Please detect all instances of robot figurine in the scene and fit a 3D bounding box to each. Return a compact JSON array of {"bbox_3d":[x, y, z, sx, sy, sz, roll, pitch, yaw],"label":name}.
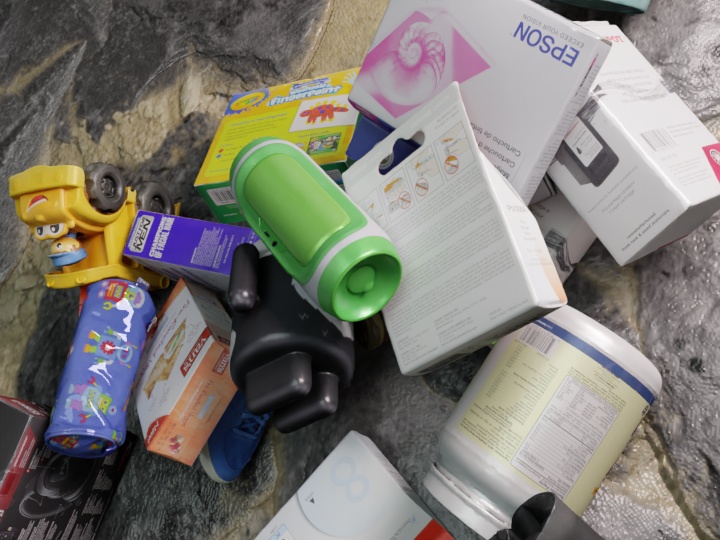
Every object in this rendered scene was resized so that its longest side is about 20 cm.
[{"bbox_3d":[-0.065,0.053,0.761,0.123,0.151,0.202,1,48,-5],"label":"robot figurine"}]

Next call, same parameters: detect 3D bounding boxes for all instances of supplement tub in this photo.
[{"bbox_3d":[0.160,0.141,0.695,0.144,0.145,0.201,33,88,30],"label":"supplement tub"}]

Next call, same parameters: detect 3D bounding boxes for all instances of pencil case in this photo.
[{"bbox_3d":[-0.285,0.107,0.860,0.078,0.086,0.202,133,149,-53],"label":"pencil case"}]

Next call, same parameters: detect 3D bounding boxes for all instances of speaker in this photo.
[{"bbox_3d":[-0.046,-0.042,0.698,0.088,0.088,0.200,-46,51,4],"label":"speaker"}]

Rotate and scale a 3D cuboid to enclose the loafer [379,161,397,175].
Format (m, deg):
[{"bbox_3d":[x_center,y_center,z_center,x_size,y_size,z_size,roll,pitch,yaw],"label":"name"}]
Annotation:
[{"bbox_3d":[0.038,-0.036,0.758,0.069,0.075,0.202,-30,63,9],"label":"loafer"}]

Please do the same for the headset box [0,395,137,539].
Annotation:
[{"bbox_3d":[-0.369,0.234,0.879,0.076,0.200,0.151,16,80,29],"label":"headset box"}]

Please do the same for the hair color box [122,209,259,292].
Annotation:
[{"bbox_3d":[-0.172,-0.015,0.927,0.197,0.109,0.066,9,76,27],"label":"hair color box"}]

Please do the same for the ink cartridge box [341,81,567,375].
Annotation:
[{"bbox_3d":[0.071,-0.031,0.666,0.162,0.050,0.203,-33,64,42],"label":"ink cartridge box"}]

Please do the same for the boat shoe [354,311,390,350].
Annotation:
[{"bbox_3d":[0.000,0.000,0.873,0.067,0.073,0.201,-15,52,-17],"label":"boat shoe"}]

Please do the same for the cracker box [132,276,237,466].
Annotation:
[{"bbox_3d":[-0.197,0.105,0.867,0.135,0.057,0.200,-58,29,4],"label":"cracker box"}]

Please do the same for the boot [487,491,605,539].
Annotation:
[{"bbox_3d":[0.213,0.237,0.619,0.199,0.066,0.166,37,89,-8],"label":"boot"}]

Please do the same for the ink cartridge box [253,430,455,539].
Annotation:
[{"bbox_3d":[0.005,0.290,0.771,0.160,0.047,0.200,-47,58,3],"label":"ink cartridge box"}]

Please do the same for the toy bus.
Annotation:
[{"bbox_3d":[-0.332,-0.023,0.961,0.134,0.199,0.195,-4,78,26],"label":"toy bus"}]

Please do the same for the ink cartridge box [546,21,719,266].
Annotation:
[{"bbox_3d":[0.228,-0.120,0.688,0.201,0.144,0.084,56,135,18],"label":"ink cartridge box"}]

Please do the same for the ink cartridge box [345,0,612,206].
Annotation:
[{"bbox_3d":[0.083,-0.145,0.670,0.196,0.043,0.202,36,112,27],"label":"ink cartridge box"}]

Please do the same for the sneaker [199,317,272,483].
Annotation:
[{"bbox_3d":[-0.109,0.137,0.858,0.110,0.077,0.203,-4,64,38],"label":"sneaker"}]

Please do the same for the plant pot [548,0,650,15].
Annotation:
[{"bbox_3d":[0.258,-0.349,0.813,0.198,0.199,0.136,21,108,29],"label":"plant pot"}]

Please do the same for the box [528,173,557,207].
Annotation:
[{"bbox_3d":[0.107,-0.146,0.775,0.115,0.060,0.202,-24,61,17],"label":"box"}]

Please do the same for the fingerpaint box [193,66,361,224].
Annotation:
[{"bbox_3d":[-0.078,-0.149,0.925,0.197,0.074,0.169,-6,49,23],"label":"fingerpaint box"}]

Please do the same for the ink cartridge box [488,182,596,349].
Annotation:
[{"bbox_3d":[0.148,-0.036,0.798,0.145,0.084,0.201,37,90,30],"label":"ink cartridge box"}]
